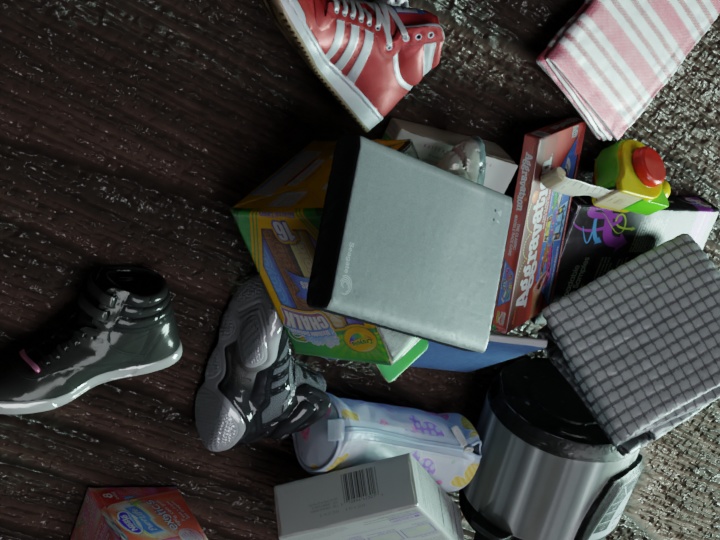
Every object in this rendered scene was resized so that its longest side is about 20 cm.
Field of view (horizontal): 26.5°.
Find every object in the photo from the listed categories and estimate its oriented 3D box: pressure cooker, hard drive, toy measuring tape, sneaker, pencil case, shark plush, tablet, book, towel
[{"bbox_3d":[0.199,0.216,1.638,0.175,0.179,0.201,9,118,-13],"label":"pressure cooker"},{"bbox_3d":[0.043,-0.018,1.266,0.200,0.033,0.140,17,81,-45],"label":"hard drive"},{"bbox_3d":[0.241,-0.100,1.502,0.200,0.074,0.074,9,116,-44],"label":"toy measuring tape"},{"bbox_3d":[-0.077,0.084,1.439,0.114,0.076,0.200,3,124,-35],"label":"sneaker"},{"bbox_3d":[0.029,0.176,1.554,0.200,0.091,0.083,13,89,-36],"label":"pencil case"},{"bbox_3d":[-0.003,-0.210,1.276,0.112,0.071,0.200,-39,141,3],"label":"sneaker"},{"bbox_3d":[0.099,-0.023,1.418,0.083,0.091,0.200,-41,127,-33],"label":"shark plush"},{"bbox_3d":[-0.247,0.053,1.313,0.200,0.071,0.099,-18,127,-29],"label":"sneaker"},{"bbox_3d":[0.072,0.076,1.512,0.200,0.014,0.130,9,160,-36],"label":"tablet"},{"bbox_3d":[0.045,-0.038,1.451,0.133,0.048,0.200,12,115,-31],"label":"book"},{"bbox_3d":[0.294,0.077,1.549,0.200,0.166,0.086,-28,166,-16],"label":"towel"},{"bbox_3d":[0.262,-0.235,1.451,0.200,0.030,0.146,-51,135,-2],"label":"towel"}]

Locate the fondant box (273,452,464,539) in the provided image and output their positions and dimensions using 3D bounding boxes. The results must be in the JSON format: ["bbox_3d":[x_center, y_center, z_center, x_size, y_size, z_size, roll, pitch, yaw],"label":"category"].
[{"bbox_3d":[0.013,0.256,1.551,0.144,0.058,0.200,-15,151,12],"label":"fondant box"}]

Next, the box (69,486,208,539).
[{"bbox_3d":[-0.234,0.316,1.484,0.102,0.095,0.200,5,118,-35],"label":"box"}]

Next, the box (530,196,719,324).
[{"bbox_3d":[0.275,-0.012,1.618,0.199,0.036,0.143,0,120,-34],"label":"box"}]

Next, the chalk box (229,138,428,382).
[{"bbox_3d":[0.000,0.000,1.335,0.124,0.124,0.200,-42,122,-36],"label":"chalk box"}]

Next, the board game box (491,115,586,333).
[{"bbox_3d":[0.174,-0.045,1.493,0.103,0.019,0.201,-24,128,-52],"label":"board game box"}]
